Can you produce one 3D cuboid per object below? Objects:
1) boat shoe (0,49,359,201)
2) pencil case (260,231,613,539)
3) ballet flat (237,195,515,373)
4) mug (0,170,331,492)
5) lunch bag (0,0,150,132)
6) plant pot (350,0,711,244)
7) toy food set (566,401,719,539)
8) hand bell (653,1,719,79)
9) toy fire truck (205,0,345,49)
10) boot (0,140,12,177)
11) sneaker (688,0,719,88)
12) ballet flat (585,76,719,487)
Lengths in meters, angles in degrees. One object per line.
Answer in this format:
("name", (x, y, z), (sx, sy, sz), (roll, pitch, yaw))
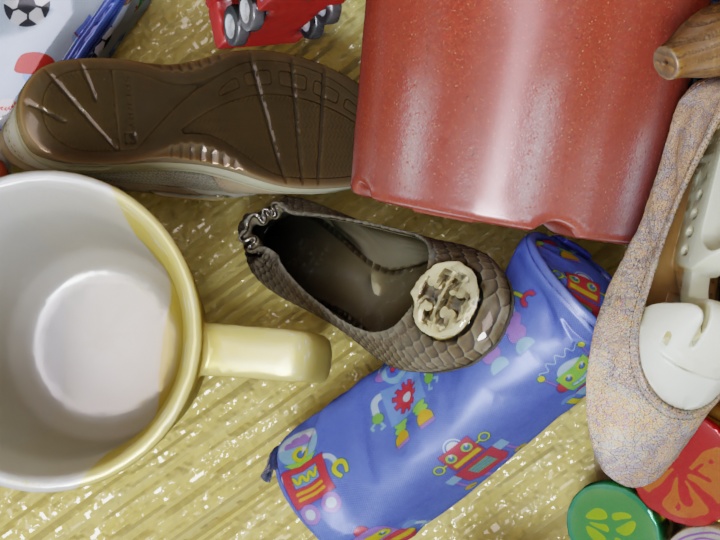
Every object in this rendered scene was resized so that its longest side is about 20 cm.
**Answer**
("boat shoe", (-0.082, -0.069, 1.227), (0.200, 0.065, 0.072), (0, 76, -22))
("pencil case", (0.046, 0.062, 1.193), (0.200, 0.078, 0.087), (-41, 44, 22))
("ballet flat", (0.000, 0.000, 1.183), (0.200, 0.046, 0.067), (24, 81, 52))
("mug", (-0.126, 0.045, 1.200), (0.186, 0.153, 0.150), (37, 90, 8))
("lunch bag", (-0.214, -0.166, 1.270), (0.200, 0.076, 0.160), (34, 87, 7))
("plant pot", (0.082, -0.120, 1.180), (0.200, 0.201, 0.196), (11, 94, 7))
("toy food set", (0.198, 0.107, 1.167), (0.200, 0.049, 0.198), (28, 122, 21))
("hand bell", (0.211, -0.129, 1.150), (0.200, 0.104, 0.104), (-24, 81, -35))
("toy fire truck", (-0.048, -0.184, 1.187), (0.049, 0.200, 0.141), (-8, 81, -23))
("boot", (-0.235, 0.021, 1.230), (0.200, 0.075, 0.107), (-46, 54, 16))
("sneaker", (0.211, -0.074, 1.218), (0.085, 0.077, 0.200), (7, 72, -21))
("ballet flat", (0.154, 0.002, 1.109), (0.068, 0.067, 0.200), (17, 82, -25))
